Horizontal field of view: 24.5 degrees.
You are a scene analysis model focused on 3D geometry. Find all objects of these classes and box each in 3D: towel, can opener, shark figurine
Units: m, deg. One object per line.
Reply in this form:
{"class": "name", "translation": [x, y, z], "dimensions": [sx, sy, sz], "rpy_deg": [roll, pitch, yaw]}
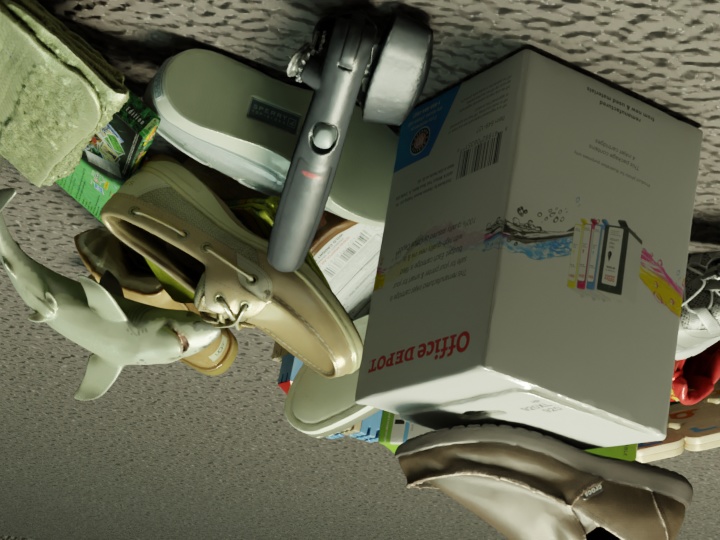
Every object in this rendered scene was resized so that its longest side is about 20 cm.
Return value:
{"class": "towel", "translation": [-0.100, -0.009, 1.173], "dimensions": [0.199, 0.018, 0.087], "rpy_deg": [-1, 124, 52]}
{"class": "towel", "translation": [-0.225, -0.125, 1.039], "dimensions": [0.148, 0.037, 0.200], "rpy_deg": [40, 157, -9]}
{"class": "can opener", "translation": [-0.022, -0.074, 1.003], "dimensions": [0.078, 0.064, 0.201], "rpy_deg": [26, 129, 1]}
{"class": "shark figurine", "translation": [-0.216, 0.006, 1.261], "dimensions": [0.214, 0.090, 0.128], "rpy_deg": [39, 123, -10]}

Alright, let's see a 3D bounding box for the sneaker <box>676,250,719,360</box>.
{"class": "sneaker", "translation": [0.256, 0.005, 1.161], "dimensions": [0.197, 0.075, 0.082], "rpy_deg": [-11, 148, -4]}

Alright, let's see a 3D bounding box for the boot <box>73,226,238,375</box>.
{"class": "boot", "translation": [-0.197, 0.009, 1.419], "dimensions": [0.174, 0.067, 0.200], "rpy_deg": [21, 165, 21]}

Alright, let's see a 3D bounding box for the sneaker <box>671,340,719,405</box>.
{"class": "sneaker", "translation": [0.223, 0.070, 1.246], "dimensions": [0.077, 0.086, 0.199], "rpy_deg": [28, 125, -38]}

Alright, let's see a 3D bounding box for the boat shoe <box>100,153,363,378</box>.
{"class": "boat shoe", "translation": [-0.085, 0.009, 1.096], "dimensions": [0.200, 0.065, 0.072], "rpy_deg": [41, 151, 5]}

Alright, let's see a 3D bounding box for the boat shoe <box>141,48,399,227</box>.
{"class": "boat shoe", "translation": [-0.052, -0.084, 1.098], "dimensions": [0.199, 0.071, 0.071], "rpy_deg": [25, 162, -21]}

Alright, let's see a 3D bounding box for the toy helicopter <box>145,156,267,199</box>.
{"class": "toy helicopter", "translation": [-0.114, -0.026, 1.272], "dimensions": [0.131, 0.079, 0.201], "rpy_deg": [30, 153, 8]}

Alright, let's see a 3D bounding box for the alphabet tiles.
{"class": "alphabet tiles", "translation": [0.249, 0.121, 1.417], "dimensions": [0.193, 0.015, 0.200], "rpy_deg": [-11, -167, -6]}

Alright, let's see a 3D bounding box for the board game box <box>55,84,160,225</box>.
{"class": "board game box", "translation": [-0.194, -0.097, 1.133], "dimensions": [0.104, 0.024, 0.200], "rpy_deg": [40, 159, -2]}

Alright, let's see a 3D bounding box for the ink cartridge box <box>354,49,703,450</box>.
{"class": "ink cartridge box", "translation": [0.104, -0.002, 1.027], "dimensions": [0.143, 0.202, 0.147], "rpy_deg": [20, 160, -26]}

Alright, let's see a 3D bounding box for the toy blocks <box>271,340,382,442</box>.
{"class": "toy blocks", "translation": [-0.002, 0.090, 1.460], "dimensions": [0.198, 0.138, 0.100], "rpy_deg": [20, 160, -25]}

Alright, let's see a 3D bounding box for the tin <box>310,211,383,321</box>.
{"class": "tin", "translation": [0.000, 0.000, 1.229], "dimensions": [0.042, 0.112, 0.200], "rpy_deg": [52, -171, 28]}

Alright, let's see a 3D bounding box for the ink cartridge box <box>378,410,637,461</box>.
{"class": "ink cartridge box", "translation": [0.127, 0.084, 1.356], "dimensions": [0.198, 0.150, 0.076], "rpy_deg": [-3, 156, 31]}

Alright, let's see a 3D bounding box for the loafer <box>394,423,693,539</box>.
{"class": "loafer", "translation": [0.115, 0.144, 1.022], "dimensions": [0.198, 0.072, 0.073], "rpy_deg": [14, 163, -14]}

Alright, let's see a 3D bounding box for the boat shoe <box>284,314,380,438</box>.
{"class": "boat shoe", "translation": [0.031, 0.058, 1.234], "dimensions": [0.072, 0.201, 0.060], "rpy_deg": [42, 168, 32]}
